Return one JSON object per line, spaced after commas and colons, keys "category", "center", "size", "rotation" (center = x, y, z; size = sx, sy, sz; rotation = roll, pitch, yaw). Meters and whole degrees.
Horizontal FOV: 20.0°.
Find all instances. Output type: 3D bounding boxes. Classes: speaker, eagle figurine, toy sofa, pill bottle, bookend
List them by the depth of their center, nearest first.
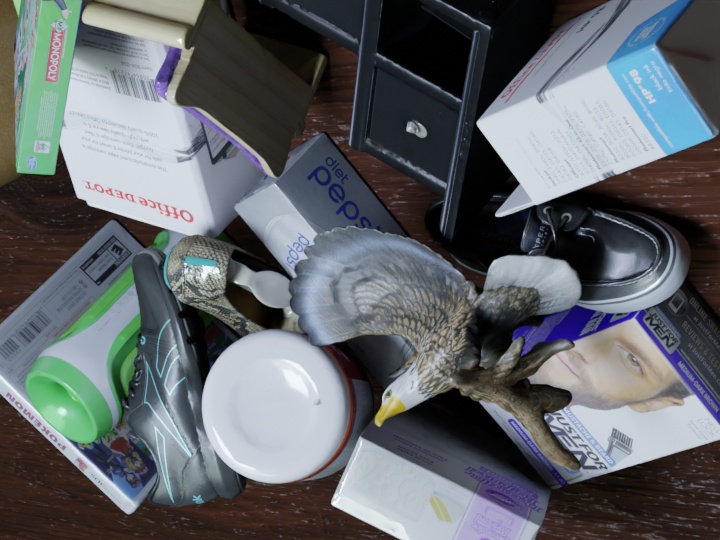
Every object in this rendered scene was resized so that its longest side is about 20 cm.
{"category": "bookend", "center": [0.014, -0.156, 1.328], "size": [0.199, 0.092, 0.200], "rotation": [31, 144, 17]}
{"category": "toy sofa", "center": [-0.106, -0.141, 1.378], "size": [0.082, 0.098, 0.200], "rotation": [18, 174, 25]}
{"category": "eagle figurine", "center": [0.054, 0.044, 1.379], "size": [0.200, 0.150, 0.153], "rotation": [-136, 35, -58]}
{"category": "pill bottle", "center": [-0.047, 0.103, 1.531], "size": [0.109, 0.110, 0.200], "rotation": [36, -179, 9]}
{"category": "speaker", "center": [-0.178, 0.045, 1.635], "size": [0.088, 0.200, 0.089], "rotation": [26, 142, 22]}

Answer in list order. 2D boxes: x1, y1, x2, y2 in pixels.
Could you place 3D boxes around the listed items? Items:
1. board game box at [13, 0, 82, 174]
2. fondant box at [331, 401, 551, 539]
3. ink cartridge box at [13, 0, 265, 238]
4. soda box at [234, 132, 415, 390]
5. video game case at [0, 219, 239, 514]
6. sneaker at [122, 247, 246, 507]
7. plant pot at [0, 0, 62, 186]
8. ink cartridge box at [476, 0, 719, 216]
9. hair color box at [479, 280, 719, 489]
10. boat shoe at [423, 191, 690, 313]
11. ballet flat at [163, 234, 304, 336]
{"category": "board game box", "center": [-0.208, -0.184, 1.369], "size": [0.029, 0.135, 0.201], "rotation": [4, 134, -15]}
{"category": "fondant box", "center": [0.067, 0.159, 1.515], "size": [0.143, 0.200, 0.059], "rotation": [26, 101, 5]}
{"category": "ink cartridge box", "center": [-0.162, -0.138, 1.528], "size": [0.144, 0.084, 0.201], "rotation": [17, 137, 32]}
{"category": "soda box", "center": [0.000, 0.000, 1.530], "size": [0.200, 0.068, 0.063], "rotation": [51, 144, -11]}
{"category": "video game case", "center": [-0.199, 0.076, 1.690], "size": [0.182, 0.200, 0.023], "rotation": [43, 136, -2]}
{"category": "sneaker", "center": [-0.149, 0.084, 1.550], "size": [0.075, 0.078, 0.202], "rotation": [8, -114, -82]}
{"category": "plant pot", "center": [-0.331, -0.128, 1.605], "size": [0.185, 0.200, 0.187], "rotation": [26, 141, 23]}
{"category": "ink cartridge box", "center": [0.151, -0.111, 1.221], "size": [0.067, 0.116, 0.199], "rotation": [51, 144, -14]}
{"category": "hair color box", "center": [0.176, 0.080, 1.446], "size": [0.110, 0.065, 0.199], "rotation": [50, 143, -10]}
{"category": "boat shoe", "center": [0.125, -0.021, 1.371], "size": [0.199, 0.071, 0.066], "rotation": [16, 177, 42]}
{"category": "ballet flat", "center": [-0.073, 0.021, 1.562], "size": [0.075, 0.069, 0.200], "rotation": [6, 169, 28]}
